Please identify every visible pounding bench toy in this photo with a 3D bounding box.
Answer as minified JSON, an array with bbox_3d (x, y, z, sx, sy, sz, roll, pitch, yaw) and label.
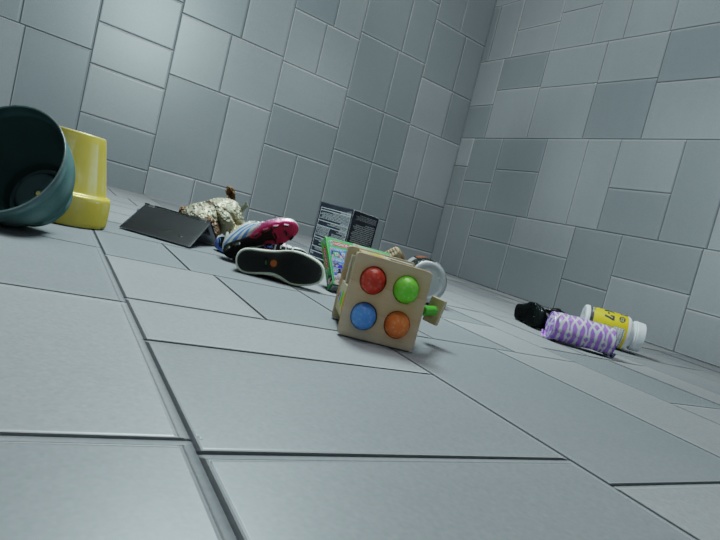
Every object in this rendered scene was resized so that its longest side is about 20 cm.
[{"bbox_3d":[0.065,0.051,0.909,0.194,0.128,0.156,15,5,-9],"label":"pounding bench toy"}]

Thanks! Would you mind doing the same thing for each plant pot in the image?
[{"bbox_3d":[-0.637,-0.208,1.216,0.195,0.195,0.201,14,5,-1],"label":"plant pot"},{"bbox_3d":[-0.584,-0.159,0.975,0.194,0.205,0.135,15,-22,3],"label":"plant pot"}]

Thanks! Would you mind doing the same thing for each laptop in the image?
[{"bbox_3d":[-0.489,-0.090,1.460,0.182,0.119,0.201,16,-25,2],"label":"laptop"}]

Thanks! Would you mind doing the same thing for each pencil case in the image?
[{"bbox_3d":[0.621,0.178,1.583,0.195,0.086,0.086,18,-30,5],"label":"pencil case"}]

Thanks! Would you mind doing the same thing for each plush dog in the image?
[{"bbox_3d":[-0.433,-0.157,1.632,0.196,0.165,0.170,19,21,32],"label":"plush dog"}]

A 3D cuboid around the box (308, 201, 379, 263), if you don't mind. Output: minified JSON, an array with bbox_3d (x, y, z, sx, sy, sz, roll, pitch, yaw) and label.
[{"bbox_3d":[-0.061,-0.105,1.875,0.121,0.204,0.198,14,4,-40],"label":"box"}]

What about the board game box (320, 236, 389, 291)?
[{"bbox_3d":[0.000,0.000,1.373,0.196,0.138,0.029,13,-40,-32],"label":"board game box"}]

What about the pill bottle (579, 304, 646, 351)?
[{"bbox_3d":[0.840,0.197,1.883,0.195,0.118,0.114,16,5,12],"label":"pill bottle"}]

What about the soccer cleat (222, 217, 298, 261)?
[{"bbox_3d":[-0.241,-0.094,1.334,0.195,0.071,0.088,-19,45,8],"label":"soccer cleat"}]

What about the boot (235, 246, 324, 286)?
[{"bbox_3d":[-0.178,-0.016,1.267,0.194,0.075,0.144,11,3,-7],"label":"boot"}]

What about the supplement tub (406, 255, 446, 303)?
[{"bbox_3d":[0.182,0.022,1.671,0.119,0.126,0.200,15,4,-4],"label":"supplement tub"}]

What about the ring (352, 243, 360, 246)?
[{"bbox_3d":[0.045,-0.007,1.559,0.199,0.019,0.201,41,-13,11],"label":"ring"}]

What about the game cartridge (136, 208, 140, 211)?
[{"bbox_3d":[-0.598,-0.160,1.791,0.194,0.040,0.130,16,0,-2],"label":"game cartridge"}]

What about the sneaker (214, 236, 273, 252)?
[{"bbox_3d":[-0.294,-0.070,1.432,0.196,0.080,0.069,19,6,32],"label":"sneaker"}]

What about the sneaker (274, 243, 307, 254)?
[{"bbox_3d":[-0.240,-0.053,1.548,0.196,0.077,0.115,26,-3,-13],"label":"sneaker"}]

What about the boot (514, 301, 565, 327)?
[{"bbox_3d":[0.619,0.155,1.854,0.163,0.079,0.200,11,-1,-6],"label":"boot"}]

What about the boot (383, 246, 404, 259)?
[{"bbox_3d":[0.051,0.006,1.772,0.195,0.074,0.167,-20,-27,-1],"label":"boot"}]
